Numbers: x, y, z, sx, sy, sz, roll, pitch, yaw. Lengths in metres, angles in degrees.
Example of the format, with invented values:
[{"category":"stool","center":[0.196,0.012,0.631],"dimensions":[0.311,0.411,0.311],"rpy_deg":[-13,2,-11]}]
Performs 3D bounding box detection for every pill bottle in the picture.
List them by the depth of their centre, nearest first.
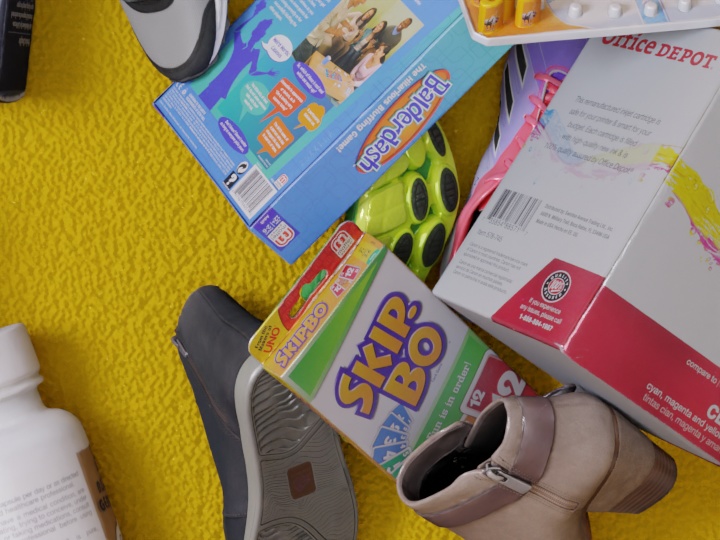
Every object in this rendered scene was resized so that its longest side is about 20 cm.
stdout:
[{"category":"pill bottle","center":[-0.206,0.139,1.694],"dimensions":[0.114,0.114,0.201],"rpy_deg":[-19,93,4]}]

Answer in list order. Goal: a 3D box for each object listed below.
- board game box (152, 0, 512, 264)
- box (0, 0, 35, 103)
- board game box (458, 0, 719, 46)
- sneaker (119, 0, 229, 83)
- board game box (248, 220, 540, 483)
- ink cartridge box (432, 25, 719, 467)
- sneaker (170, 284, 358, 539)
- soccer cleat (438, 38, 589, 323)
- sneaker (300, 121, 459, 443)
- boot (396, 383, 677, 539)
[{"category":"board game box","center":[-0.011,-0.120,1.654],"dimensions":[0.200,0.152,0.045],"rpy_deg":[-45,131,6]},{"category":"box","center":[-0.263,-0.204,1.679],"dimensions":[0.148,0.104,0.201],"rpy_deg":[8,95,2]},{"category":"board game box","center":[0.139,-0.206,1.609],"dimensions":[0.199,0.200,0.026],"rpy_deg":[-6,136,-10]},{"category":"sneaker","center":[-0.137,-0.200,1.659],"dimensions":[0.074,0.079,0.201],"rpy_deg":[-5,111,40]},{"category":"board game box","center":[0.023,0.061,1.654],"dimensions":[0.096,0.030,0.200],"rpy_deg":[-52,129,-6]},{"category":"ink cartridge box","center":[0.172,-0.023,1.613],"dimensions":[0.145,0.145,0.200],"rpy_deg":[34,85,-30]},{"category":"sneaker","center":[-0.058,0.108,1.714],"dimensions":[0.075,0.106,0.201],"rpy_deg":[-15,122,-23]},{"category":"soccer cleat","center":[0.098,-0.063,1.684],"dimensions":[0.067,0.076,0.201],"rpy_deg":[21,95,1]},{"category":"sneaker","center":[0.000,0.000,1.682],"dimensions":[0.074,0.083,0.201],"rpy_deg":[-1,109,-41]},{"category":"boot","center":[0.080,0.138,1.645],"dimensions":[0.146,0.070,0.200],"rpy_deg":[17,127,-37]}]
